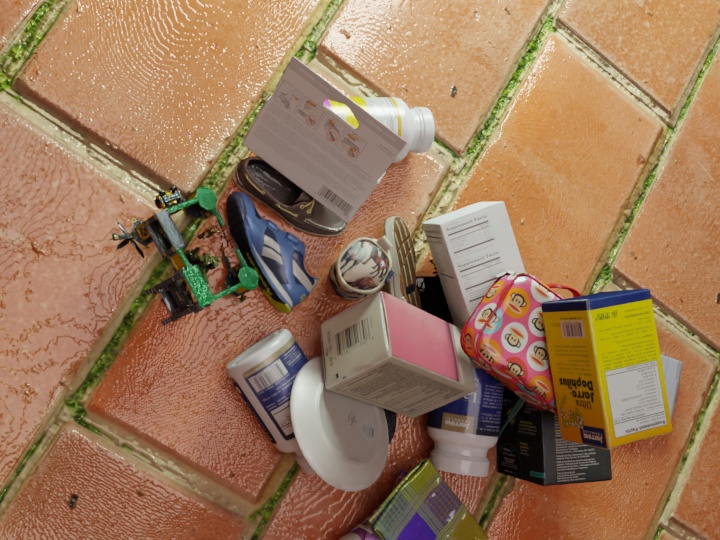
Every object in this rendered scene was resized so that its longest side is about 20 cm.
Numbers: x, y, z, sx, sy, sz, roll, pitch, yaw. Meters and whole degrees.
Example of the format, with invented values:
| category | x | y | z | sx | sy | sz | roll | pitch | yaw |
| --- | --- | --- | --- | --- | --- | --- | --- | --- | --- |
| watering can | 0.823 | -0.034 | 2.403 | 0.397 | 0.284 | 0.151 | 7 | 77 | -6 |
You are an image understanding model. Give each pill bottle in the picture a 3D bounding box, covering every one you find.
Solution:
| category | x | y | z | sx | sy | sz | roll | pitch | yaw |
| --- | --- | --- | --- | --- | --- | --- | --- | --- | --- |
| pill bottle | 0.168 | 0.220 | 1.251 | 0.116 | 0.116 | 0.200 | 10 | 81 | -19 |
| pill bottle | 0.012 | -0.222 | 1.240 | 0.200 | 0.104 | 0.104 | -4 | 86 | -20 |
| pill bottle | -0.101 | 0.197 | 1.159 | 0.111 | 0.111 | 0.200 | -34 | 97 | -19 |

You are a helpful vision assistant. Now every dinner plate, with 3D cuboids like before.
| category | x | y | z | sx | sy | sz | roll | pitch | yaw |
| --- | --- | --- | --- | --- | --- | --- | --- | --- | --- |
| dinner plate | -0.021 | 0.216 | 1.132 | 0.200 | 0.024 | 0.200 | 29 | 48 | -39 |

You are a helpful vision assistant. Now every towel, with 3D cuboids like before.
| category | x | y | z | sx | sy | sz | roll | pitch | yaw |
| --- | --- | --- | --- | --- | --- | --- | --- | --- | --- |
| towel | 0.111 | 0.404 | 1.202 | 0.144 | 0.023 | 0.200 | -43 | 110 | -25 |

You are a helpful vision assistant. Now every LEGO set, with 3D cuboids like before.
| category | x | y | z | sx | sy | sz | roll | pitch | yaw |
| --- | --- | --- | --- | --- | --- | --- | --- | --- | --- |
| LEGO set | -0.257 | -0.015 | 1.142 | 0.200 | 0.116 | 0.154 | 58 | 41 | -11 |

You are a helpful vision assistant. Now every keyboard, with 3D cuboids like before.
| category | x | y | z | sx | sy | sz | roll | pitch | yaw |
| --- | --- | --- | --- | --- | --- | --- | --- | --- | --- |
| keyboard | 0.174 | 0.036 | 1.316 | 0.200 | 0.040 | 0.104 | 2 | 93 | -12 |

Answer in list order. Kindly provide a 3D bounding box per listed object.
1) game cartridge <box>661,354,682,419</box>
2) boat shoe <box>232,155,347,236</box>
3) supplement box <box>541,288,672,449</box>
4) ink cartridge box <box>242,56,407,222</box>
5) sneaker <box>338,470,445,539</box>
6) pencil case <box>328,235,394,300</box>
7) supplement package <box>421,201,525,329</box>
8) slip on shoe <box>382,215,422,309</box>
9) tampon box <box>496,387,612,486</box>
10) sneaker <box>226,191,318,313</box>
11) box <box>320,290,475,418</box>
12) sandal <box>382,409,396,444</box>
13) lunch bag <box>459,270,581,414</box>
| category | x | y | z | sx | sy | sz | roll | pitch | yaw |
| --- | --- | --- | --- | --- | --- | --- | --- | --- | --- |
| game cartridge | 0.488 | 0.203 | 1.412 | 0.200 | 0.041 | 0.133 | 18 | 83 | -18 |
| boat shoe | -0.102 | -0.114 | 1.212 | 0.200 | 0.060 | 0.072 | 31 | 76 | -15 |
| supplement box | 0.339 | 0.133 | 1.087 | 0.109 | 0.109 | 0.200 | -7 | 88 | -21 |
| ink cartridge box | -0.050 | -0.191 | 1.133 | 0.200 | 0.176 | 0.045 | 37 | 39 | -4 |
| sneaker | 0.044 | 0.372 | 1.214 | 0.200 | 0.073 | 0.115 | -10 | 96 | -32 |
| pencil case | 0.000 | 0.000 | 1.173 | 0.089 | 0.200 | 0.078 | -31 | 89 | -7 |
| supplement package | 0.189 | 0.001 | 1.239 | 0.109 | 0.114 | 0.200 | -20 | 98 | -8 |
| slip on shoe | 0.055 | 0.015 | 1.256 | 0.076 | 0.060 | 0.200 | -19 | 98 | -60 |
| tampon box | 0.312 | 0.237 | 1.283 | 0.126 | 0.150 | 0.200 | 1 | 85 | -19 |
| sneaker | -0.135 | -0.036 | 1.190 | 0.082 | 0.074 | 0.200 | -33 | 104 | -21 |
| box | 0.056 | 0.129 | 1.157 | 0.200 | 0.128 | 0.109 | 26 | 45 | -42 |
| sandal | 0.010 | 0.195 | 1.241 | 0.075 | 0.045 | 0.200 | 2 | 70 | -25 |
| lunch bag | 0.265 | 0.096 | 1.159 | 0.200 | 0.082 | 0.176 | 37 | 79 | -12 |
